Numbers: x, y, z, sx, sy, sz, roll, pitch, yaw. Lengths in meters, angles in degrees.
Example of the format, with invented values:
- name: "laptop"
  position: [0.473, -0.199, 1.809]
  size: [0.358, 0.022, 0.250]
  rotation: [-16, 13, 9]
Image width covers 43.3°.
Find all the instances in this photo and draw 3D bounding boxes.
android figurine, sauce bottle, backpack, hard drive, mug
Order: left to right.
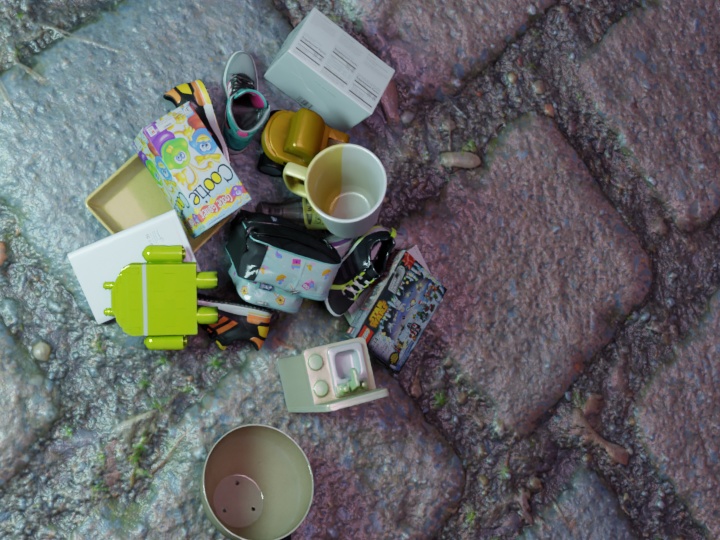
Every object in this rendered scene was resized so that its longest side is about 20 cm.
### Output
- name: "hard drive"
  position: [-0.389, -0.007, 1.578]
  size: [0.197, 0.025, 0.134]
  rotation: [-23, 101, -5]
- name: "android figurine"
  position: [-0.343, 0.048, 1.558]
  size: [0.196, 0.041, 0.185]
  rotation: [-2, 99, -7]
- name: "backpack"
  position: [-0.140, -0.012, 1.661]
  size: [0.197, 0.176, 0.156]
  rotation: [8, 108, -24]
- name: "sauce bottle"
  position: [-0.103, -0.110, 1.760]
  size: [0.197, 0.066, 0.067]
  rotation: [-3, 83, -26]
- name: "mug"
  position: [-0.034, -0.146, 1.676]
  size: [0.149, 0.153, 0.187]
  rotation: [-37, 74, -8]

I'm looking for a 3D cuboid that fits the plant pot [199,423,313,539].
- name: "plant pot"
  position: [-0.196, 0.389, 1.587]
  size: [0.197, 0.135, 0.203]
  rotation: [12, 58, -20]

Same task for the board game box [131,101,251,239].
- name: "board game box"
  position: [-0.299, -0.174, 1.599]
  size: [0.103, 0.105, 0.201]
  rotation: [-36, 97, -25]

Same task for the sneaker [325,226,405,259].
- name: "sneaker"
  position: [0.002, -0.032, 1.808]
  size: [0.198, 0.075, 0.101]
  rotation: [-14, 111, -29]

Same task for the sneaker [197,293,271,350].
- name: "sneaker"
  position: [-0.262, 0.097, 1.642]
  size: [0.197, 0.070, 0.092]
  rotation: [10, 94, -18]

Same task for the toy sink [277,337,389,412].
- name: "toy sink"
  position: [-0.053, 0.191, 1.663]
  size: [0.129, 0.199, 0.114]
  rotation: [-11, 87, -25]

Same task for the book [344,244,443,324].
- name: "book"
  position: [0.061, 0.058, 1.826]
  size: [0.199, 0.048, 0.135]
  rotation: [-34, 99, -25]

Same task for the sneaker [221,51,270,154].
- name: "sneaker"
  position: [-0.218, -0.332, 1.707]
  size: [0.082, 0.120, 0.204]
  rotation: [6, 79, -24]

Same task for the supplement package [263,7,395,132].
- name: "supplement package"
  position: [-0.063, -0.385, 1.771]
  size: [0.199, 0.155, 0.112]
  rotation: [35, 71, -17]

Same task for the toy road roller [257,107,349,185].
- name: "toy road roller"
  position: [-0.095, -0.235, 1.737]
  size: [0.197, 0.146, 0.125]
  rotation: [18, 75, -22]

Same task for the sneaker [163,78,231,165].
- name: "sneaker"
  position: [-0.305, -0.250, 1.689]
  size: [0.089, 0.070, 0.203]
  rotation: [-18, 88, -15]

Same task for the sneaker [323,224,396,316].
- name: "sneaker"
  position: [0.000, 0.000, 1.719]
  size: [0.071, 0.083, 0.202]
  rotation: [31, 89, -33]

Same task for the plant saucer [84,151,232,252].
- name: "plant saucer"
  position: [-0.365, -0.110, 1.642]
  size: [0.200, 0.048, 0.200]
  rotation: [48, 66, -11]

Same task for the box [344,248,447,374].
- name: "box"
  position: [0.071, 0.080, 1.758]
  size: [0.137, 0.040, 0.202]
  rotation: [40, 73, -30]

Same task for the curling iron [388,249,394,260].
- name: "curling iron"
  position: [0.069, 0.057, 1.792]
  size: [0.049, 0.026, 0.204]
  rotation: [-4, 93, -13]

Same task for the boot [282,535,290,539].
- name: "boot"
  position: [-0.126, 0.542, 1.641]
  size: [0.197, 0.076, 0.171]
  rotation: [-2, 87, -20]
